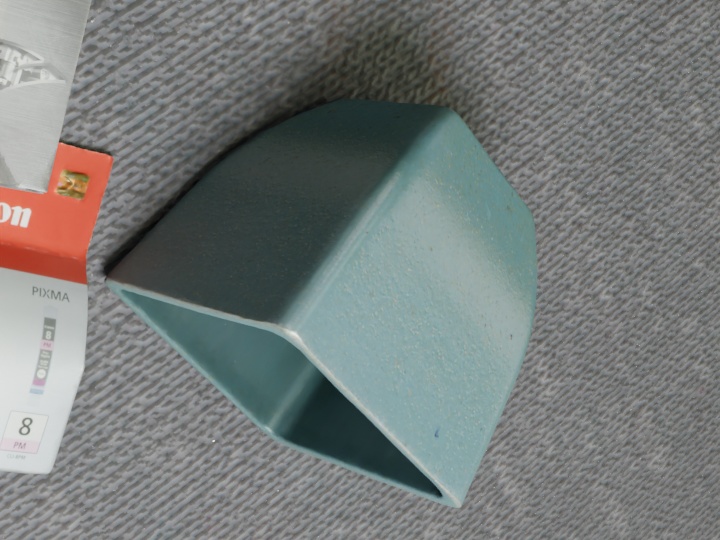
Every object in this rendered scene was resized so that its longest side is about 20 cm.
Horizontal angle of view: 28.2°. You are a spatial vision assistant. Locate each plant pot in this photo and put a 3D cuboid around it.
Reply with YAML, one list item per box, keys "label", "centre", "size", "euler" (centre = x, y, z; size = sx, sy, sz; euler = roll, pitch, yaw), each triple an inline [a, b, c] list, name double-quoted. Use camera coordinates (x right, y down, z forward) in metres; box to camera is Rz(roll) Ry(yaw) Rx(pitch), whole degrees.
- label: "plant pot"
  centre: [0.000, 0.000, 0.927]
  size: [0.196, 0.196, 0.200]
  euler: [48, 66, -36]

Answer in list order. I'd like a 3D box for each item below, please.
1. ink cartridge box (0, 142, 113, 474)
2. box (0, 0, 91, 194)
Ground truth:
- label: "ink cartridge box"
  centre: [-0.235, 0.016, 0.848]
  size: [0.162, 0.057, 0.200]
  euler: [13, 103, -37]
- label: "box"
  centre: [-0.229, -0.154, 0.784]
  size: [0.158, 0.048, 0.200]
  euler: [12, 94, -37]
